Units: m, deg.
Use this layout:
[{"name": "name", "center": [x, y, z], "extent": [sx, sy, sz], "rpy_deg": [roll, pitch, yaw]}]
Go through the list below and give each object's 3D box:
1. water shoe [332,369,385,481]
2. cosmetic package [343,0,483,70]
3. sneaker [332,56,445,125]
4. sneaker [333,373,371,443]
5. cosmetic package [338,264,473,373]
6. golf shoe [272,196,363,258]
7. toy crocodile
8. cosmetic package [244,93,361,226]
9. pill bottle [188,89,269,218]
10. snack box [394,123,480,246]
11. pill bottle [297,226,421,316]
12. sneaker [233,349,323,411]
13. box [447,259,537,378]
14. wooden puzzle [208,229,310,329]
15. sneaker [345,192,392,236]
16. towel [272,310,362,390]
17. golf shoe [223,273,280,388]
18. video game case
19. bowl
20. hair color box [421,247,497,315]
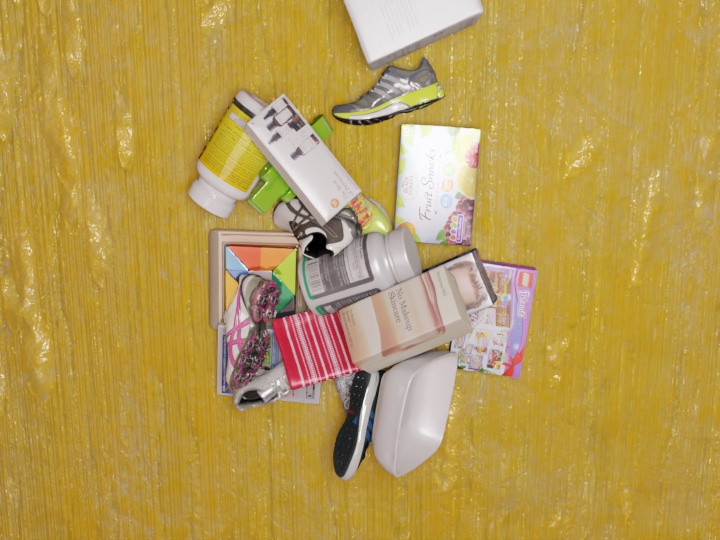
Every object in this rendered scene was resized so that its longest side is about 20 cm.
[{"name": "water shoe", "center": [0.013, 0.274, 1.371], "extent": [0.078, 0.071, 0.204], "rpy_deg": [17, 87, -33]}, {"name": "cosmetic package", "center": [0.074, -0.446, 1.256], "extent": [0.196, 0.168, 0.169], "rpy_deg": [-22, 99, 8]}, {"name": "sneaker", "center": [0.043, -0.305, 1.343], "extent": [0.196, 0.074, 0.083], "rpy_deg": [-16, 91, 0]}, {"name": "sneaker", "center": [-0.005, 0.223, 1.436], "extent": [0.074, 0.082, 0.203], "rpy_deg": [-24, 99, 7]}, {"name": "cosmetic package", "center": [0.075, 0.084, 1.301], "extent": [0.197, 0.087, 0.105], "rpy_deg": [-25, 64, 14]}, {"name": "golf shoe", "center": [-0.093, -0.072, 1.337], "extent": [0.095, 0.197, 0.078], "rpy_deg": [-54, 131, -28]}, {"name": "toy crocodile", "center": [-0.121, -0.184, 1.332], "extent": [0.067, 0.062, 0.201], "rpy_deg": [36, 92, -29]}, {"name": "cosmetic package", "center": [-0.093, -0.178, 1.260], "extent": [0.082, 0.051, 0.201], "rpy_deg": [-41, 94, -12]}, {"name": "pill bottle", "center": [-0.213, -0.198, 1.348], "extent": [0.111, 0.113, 0.202], "rpy_deg": [33, 100, -4]}, {"name": "snack box", "center": [0.133, -0.151, 1.370], "extent": [0.139, 0.053, 0.205], "rpy_deg": [4, 101, 4]}, {"name": "pill bottle", "center": [0.000, 0.000, 1.348], "extent": [0.196, 0.113, 0.115], "rpy_deg": [-17, 100, 17]}, {"name": "sneaker", "center": [-0.144, 0.203, 1.408], "extent": [0.197, 0.087, 0.075], "rpy_deg": [-28, 106, 11]}, {"name": "box", "center": [0.238, 0.086, 1.419], "extent": [0.134, 0.039, 0.205], "rpy_deg": [8, 101, 3]}, {"name": "wooden puzzle", "center": [-0.185, 0.022, 1.429], "extent": [0.195, 0.037, 0.190], "rpy_deg": [3, 102, 3]}, {"name": "sneaker", "center": [-0.023, -0.112, 1.367], "extent": [0.199, 0.090, 0.078], "rpy_deg": [41, 99, -7]}, {"name": "towel", "center": [-0.050, 0.122, 1.387], "extent": [0.196, 0.023, 0.147], "rpy_deg": [-16, 58, -6]}, {"name": "golf shoe", "center": [-0.207, 0.107, 1.392], "extent": [0.091, 0.072, 0.204], "rpy_deg": [16, 91, 33]}, {"name": "video game case", "center": [-0.169, 0.174, 1.453], "extent": [0.195, 0.018, 0.146], "rpy_deg": [5, 112, 0]}, {"name": "bowl", "center": [0.088, 0.239, 1.362], "extent": [0.073, 0.199, 0.204], "rpy_deg": [16, 104, 28]}, {"name": "hair color box", "center": [0.131, 0.046, 1.379], "extent": [0.197, 0.060, 0.102], "rpy_deg": [-24, 91, 20]}]
